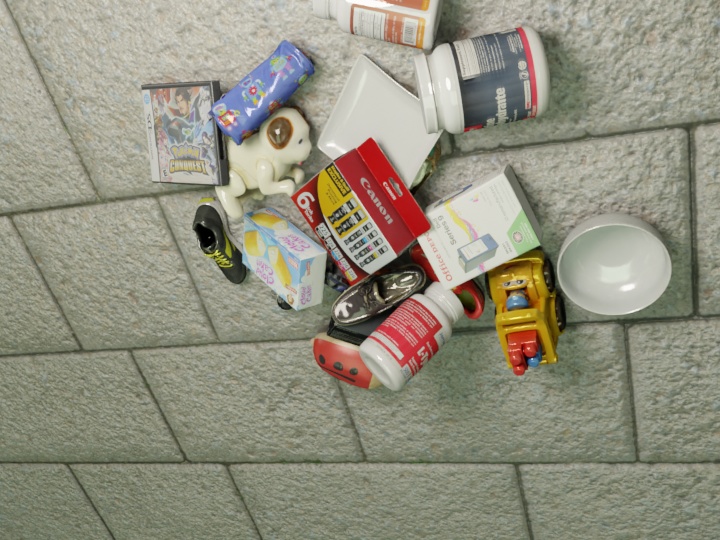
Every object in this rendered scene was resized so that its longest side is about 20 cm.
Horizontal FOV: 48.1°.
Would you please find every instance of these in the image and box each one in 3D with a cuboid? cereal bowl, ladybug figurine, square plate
[{"bbox_3d":[0.458,-0.022,1.463,0.196,0.084,0.203,8,127,10],"label":"cereal bowl"},{"bbox_3d":[-0.022,0.200,1.752,0.196,0.073,0.136,21,154,8],"label":"ladybug figurine"},{"bbox_3d":[0.037,-0.243,1.424,0.199,0.028,0.200,39,125,12],"label":"square plate"}]

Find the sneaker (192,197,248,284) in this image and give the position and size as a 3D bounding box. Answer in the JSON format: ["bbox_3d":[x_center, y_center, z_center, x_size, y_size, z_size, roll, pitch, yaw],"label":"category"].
[{"bbox_3d":[-0.298,-0.047,1.667,0.073,0.085,0.203,-9,122,23],"label":"sneaker"}]

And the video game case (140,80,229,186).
[{"bbox_3d":[-0.324,-0.251,1.481,0.197,0.025,0.185,7,107,37],"label":"video game case"}]

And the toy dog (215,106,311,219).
[{"bbox_3d":[-0.174,-0.222,1.488,0.198,0.139,0.196,-26,96,29],"label":"toy dog"}]

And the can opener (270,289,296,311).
[{"bbox_3d":[-0.148,-0.001,1.683,0.063,0.078,0.203,36,136,39],"label":"can opener"}]

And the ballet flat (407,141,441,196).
[{"bbox_3d":[0.079,-0.159,1.485,0.070,0.066,0.201,26,129,-9],"label":"ballet flat"}]

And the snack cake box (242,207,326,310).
[{"bbox_3d":[-0.151,-0.025,1.576,0.199,0.066,0.117,37,130,39],"label":"snack cake box"}]

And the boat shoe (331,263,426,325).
[{"bbox_3d":[0.032,0.043,1.527,0.197,0.065,0.073,-24,85,4],"label":"boat shoe"}]

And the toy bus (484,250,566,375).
[{"bbox_3d":[0.306,0.093,1.525,0.133,0.193,0.203,-9,121,24],"label":"toy bus"}]

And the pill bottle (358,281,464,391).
[{"bbox_3d":[0.100,0.119,1.518,0.112,0.200,0.113,42,163,16],"label":"pill bottle"}]

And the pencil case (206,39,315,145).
[{"bbox_3d":[-0.171,-0.308,1.388,0.200,0.078,0.087,-43,75,0],"label":"pencil case"}]

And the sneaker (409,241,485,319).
[{"bbox_3d":[0.175,0.017,1.570,0.199,0.085,0.077,41,117,-17],"label":"sneaker"}]

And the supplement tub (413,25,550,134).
[{"bbox_3d":[0.190,-0.298,1.278,0.196,0.141,0.142,-11,123,4],"label":"supplement tub"}]

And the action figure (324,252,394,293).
[{"bbox_3d":[0.000,0.000,1.632,0.190,0.107,0.200,-6,154,27],"label":"action figure"}]

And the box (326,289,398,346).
[{"bbox_3d":[0.040,0.117,1.640,0.196,0.080,0.141,18,167,-6],"label":"box"}]

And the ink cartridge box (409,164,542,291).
[{"bbox_3d":[0.209,-0.076,1.458,0.197,0.088,0.147,-26,99,23],"label":"ink cartridge box"}]

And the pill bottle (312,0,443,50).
[{"bbox_3d":[0.029,-0.425,1.276,0.196,0.113,0.114,14,128,6],"label":"pill bottle"}]

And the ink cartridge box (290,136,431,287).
[{"bbox_3d":[0.001,-0.104,1.439,0.175,0.084,0.202,-33,93,40],"label":"ink cartridge box"}]
